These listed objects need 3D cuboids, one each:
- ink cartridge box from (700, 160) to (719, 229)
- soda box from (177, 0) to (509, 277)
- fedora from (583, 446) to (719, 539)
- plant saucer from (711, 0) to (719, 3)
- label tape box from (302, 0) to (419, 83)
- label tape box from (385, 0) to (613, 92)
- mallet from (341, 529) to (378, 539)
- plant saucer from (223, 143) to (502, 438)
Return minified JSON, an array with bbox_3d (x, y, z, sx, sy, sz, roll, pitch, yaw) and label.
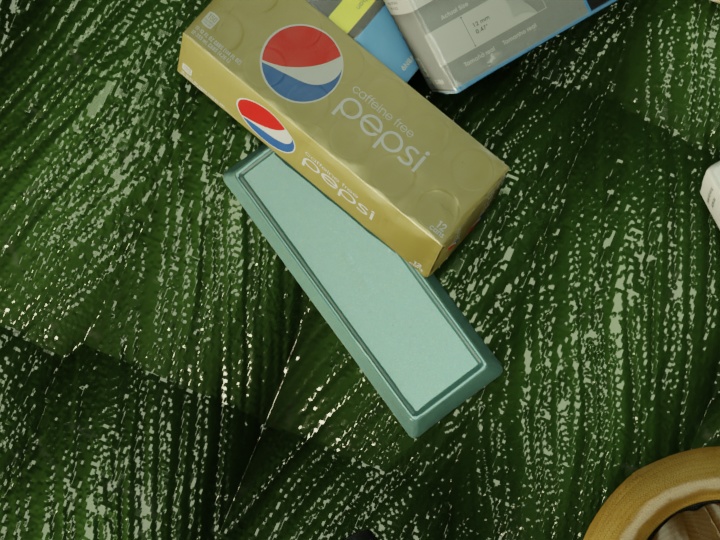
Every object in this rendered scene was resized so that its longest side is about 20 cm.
[{"bbox_3d":[0.307,0.001,1.487,0.145,0.084,0.201,-29,81,0],"label":"ink cartridge box"},{"bbox_3d":[-0.011,-0.089,1.527,0.200,0.064,0.068,40,72,6],"label":"soda box"},{"bbox_3d":[0.211,0.199,1.472,0.199,0.082,0.202,0,87,3],"label":"fedora"},{"bbox_3d":[0.246,-0.250,1.551,0.199,0.035,0.202,-1,83,5],"label":"plant saucer"},{"bbox_3d":[-0.006,-0.228,1.555,0.200,0.066,0.143,41,88,-6],"label":"label tape box"},{"bbox_3d":[0.063,-0.224,1.488,0.143,0.066,0.201,-29,101,-7],"label":"label tape box"},{"bbox_3d":[-0.054,0.227,1.483,0.199,0.041,0.066,-34,81,-23],"label":"mallet"},{"bbox_3d":[0.000,0.000,1.551,0.070,0.019,0.200,-36,80,-1],"label":"plant saucer"}]
